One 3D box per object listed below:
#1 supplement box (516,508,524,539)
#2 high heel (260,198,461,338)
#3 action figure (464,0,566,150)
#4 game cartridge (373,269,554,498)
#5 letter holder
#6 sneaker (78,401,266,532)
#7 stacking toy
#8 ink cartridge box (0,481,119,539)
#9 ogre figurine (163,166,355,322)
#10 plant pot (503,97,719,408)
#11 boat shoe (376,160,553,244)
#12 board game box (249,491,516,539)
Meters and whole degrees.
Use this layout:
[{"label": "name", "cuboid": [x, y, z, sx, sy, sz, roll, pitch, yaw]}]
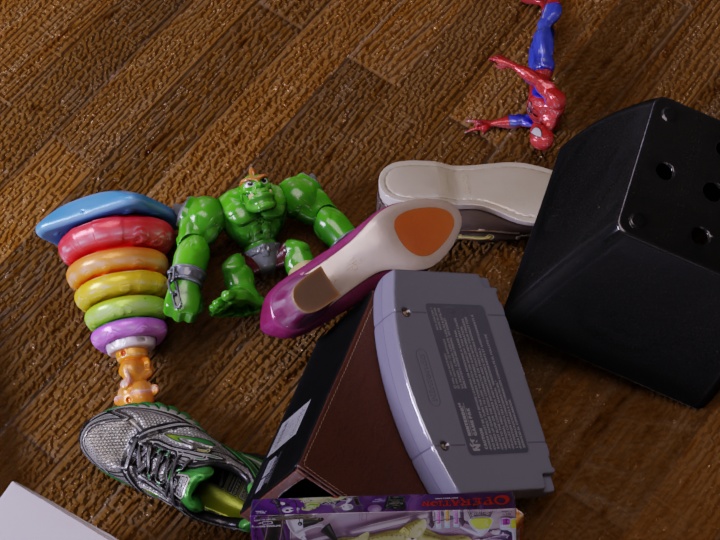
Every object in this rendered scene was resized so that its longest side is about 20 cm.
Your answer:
[{"label": "supplement box", "cuboid": [0.054, 0.268, 1.161, 0.069, 0.067, 0.200, 30, 69, 19]}, {"label": "high heel", "cuboid": [0.000, 0.000, 1.264, 0.200, 0.096, 0.067, -36, 91, -29]}, {"label": "action figure", "cuboid": [0.152, -0.204, 1.403, 0.099, 0.065, 0.200, 1, 61, -4]}, {"label": "game cartridge", "cuboid": [0.080, 0.094, 1.179, 0.133, 0.040, 0.200, 6, 58, -40]}, {"label": "letter holder", "cuboid": [0.013, 0.144, 1.187, 0.142, 0.101, 0.200, 35, 46, -11]}, {"label": "sneaker", "cuboid": [-0.150, 0.165, 1.211, 0.200, 0.085, 0.078, 16, 91, 14]}, {"label": "stacking toy", "cuboid": [-0.213, 0.037, 1.297, 0.116, 0.110, 0.200, -17, 72, 15]}, {"label": "ink cartridge box", "cuboid": [-0.257, 0.303, 1.125, 0.146, 0.147, 0.200, 26, 67, 18]}, {"label": "ogre figurine", "cuboid": [-0.092, -0.025, 1.313, 0.200, 0.098, 0.120, -21, 69, -1]}, {"label": "plant pot", "cuboid": [0.263, -0.031, 1.210, 0.199, 0.177, 0.200, 23, 64, -3]}, {"label": "boat shoe", "cuboid": [0.114, -0.058, 1.330, 0.199, 0.060, 0.072, 4, 50, -3]}, {"label": "board game box", "cuboid": [0.019, 0.229, 1.088, 0.199, 0.120, 0.032, -2, 25, 2]}]
